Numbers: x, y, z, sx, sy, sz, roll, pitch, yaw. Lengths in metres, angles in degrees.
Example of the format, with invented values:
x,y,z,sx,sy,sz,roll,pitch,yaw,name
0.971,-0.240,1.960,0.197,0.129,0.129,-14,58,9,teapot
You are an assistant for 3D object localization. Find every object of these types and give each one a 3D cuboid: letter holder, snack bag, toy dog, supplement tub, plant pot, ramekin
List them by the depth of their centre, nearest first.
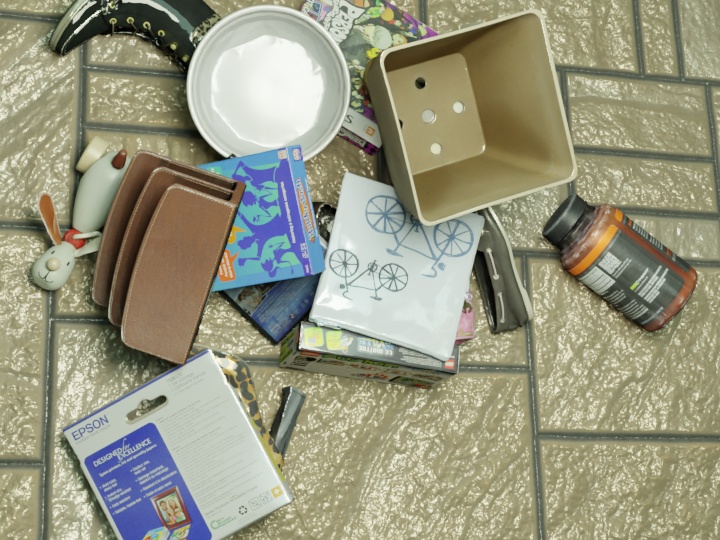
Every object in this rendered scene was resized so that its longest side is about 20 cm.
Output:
x,y,z,sx,sy,sz,roll,pitch,yaw,name
-0.230,-0.019,1.472,0.142,0.101,0.200,19,107,-5,letter holder
0.110,-0.182,1.525,0.200,0.177,0.200,-18,102,-14,plant pot
-0.318,-0.073,1.548,0.132,0.096,0.200,11,72,-13,toy dog
0.047,-0.002,1.564,0.188,0.021,0.200,17,72,-11,snack bag
-0.116,-0.226,1.619,0.200,0.105,0.201,-1,95,-6,ramekin
0.340,-0.016,1.721,0.200,0.107,0.107,38,68,-3,supplement tub

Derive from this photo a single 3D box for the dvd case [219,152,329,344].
x,y,z,sx,sy,sz,roll,pitch,yaw,name
-0.129,-0.024,1.585,0.200,0.018,0.143,44,111,-2,dvd case

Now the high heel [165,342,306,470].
x,y,z,sx,sy,sz,roll,pitch,yaw,name
-0.171,0.173,1.535,0.200,0.071,0.143,26,67,-14,high heel

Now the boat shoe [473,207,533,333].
x,y,z,sx,sy,sz,roll,pitch,yaw,name
0.164,-0.010,1.665,0.057,0.067,0.200,-27,107,-9,boat shoe

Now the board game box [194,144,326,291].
x,y,z,sx,sy,sz,roll,pitch,yaw,name
-0.152,-0.056,1.538,0.200,0.045,0.152,-10,95,23,board game box

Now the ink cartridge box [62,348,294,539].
x,y,z,sx,sy,sz,roll,pitch,yaw,name
-0.209,0.224,1.495,0.197,0.047,0.200,-28,83,0,ink cartridge box

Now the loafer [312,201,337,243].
x,y,z,sx,sy,sz,roll,pitch,yaw,name
-0.020,0.002,1.604,0.073,0.071,0.200,-30,86,-20,loafer

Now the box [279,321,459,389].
x,y,z,sx,sy,sz,roll,pitch,yaw,name
0.010,0.106,1.587,0.200,0.110,0.035,10,72,-14,box

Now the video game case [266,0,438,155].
x,y,z,sx,sy,sz,roll,pitch,yaw,name
-0.014,-0.281,1.730,0.181,0.036,0.200,31,68,-8,video game case

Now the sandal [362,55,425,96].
x,y,z,sx,sy,sz,roll,pitch,yaw,name
0.090,-0.219,1.710,0.200,0.054,0.080,31,70,-31,sandal

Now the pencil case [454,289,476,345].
x,y,z,sx,sy,sz,roll,pitch,yaw,name
0.095,0.001,1.642,0.086,0.083,0.200,-9,88,-14,pencil case

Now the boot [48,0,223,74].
x,y,z,sx,sy,sz,roll,pitch,yaw,name
-0.275,-0.304,1.641,0.154,0.073,0.204,46,69,-3,boot

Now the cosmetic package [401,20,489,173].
x,y,z,sx,sy,sz,roll,pitch,yaw,name
0.131,-0.207,1.661,0.103,0.073,0.200,32,86,-18,cosmetic package
